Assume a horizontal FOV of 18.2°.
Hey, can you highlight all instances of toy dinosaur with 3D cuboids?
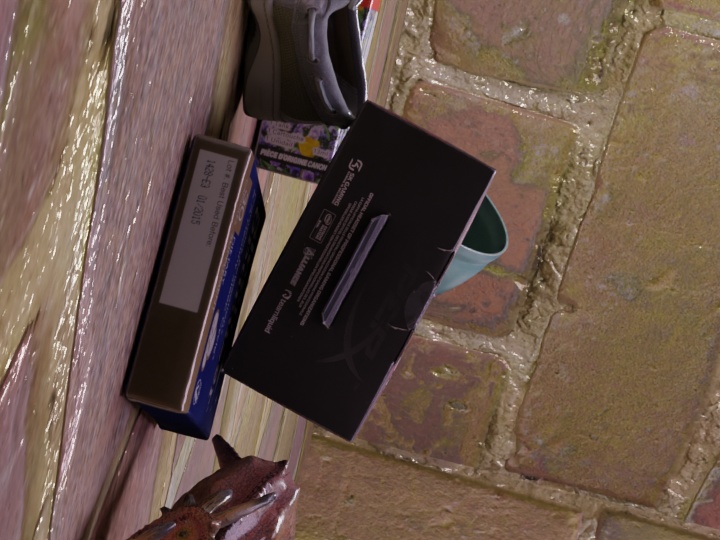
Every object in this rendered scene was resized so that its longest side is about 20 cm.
[{"bbox_3d":[-0.065,0.126,1.034,0.200,0.086,0.136,-61,174,-53],"label":"toy dinosaur"}]

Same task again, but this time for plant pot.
[{"bbox_3d":[0.043,-0.045,2.448,0.134,0.200,0.200,-47,-169,23],"label":"plant pot"}]

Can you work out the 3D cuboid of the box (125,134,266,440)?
[{"bbox_3d":[-0.075,0.015,1.076,0.200,0.032,0.121,100,4,-82],"label":"box"}]

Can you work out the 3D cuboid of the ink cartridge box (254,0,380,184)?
[{"bbox_3d":[-0.015,-0.155,1.357,0.109,0.050,0.201,-61,166,-84],"label":"ink cartridge box"}]

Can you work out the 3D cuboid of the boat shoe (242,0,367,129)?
[{"bbox_3d":[-0.019,-0.136,1.104,0.202,0.065,0.075,103,2,-57],"label":"boat shoe"}]

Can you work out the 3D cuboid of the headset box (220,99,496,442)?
[{"bbox_3d":[0.000,0.000,1.125,0.149,0.075,0.200,-62,180,1],"label":"headset box"}]
